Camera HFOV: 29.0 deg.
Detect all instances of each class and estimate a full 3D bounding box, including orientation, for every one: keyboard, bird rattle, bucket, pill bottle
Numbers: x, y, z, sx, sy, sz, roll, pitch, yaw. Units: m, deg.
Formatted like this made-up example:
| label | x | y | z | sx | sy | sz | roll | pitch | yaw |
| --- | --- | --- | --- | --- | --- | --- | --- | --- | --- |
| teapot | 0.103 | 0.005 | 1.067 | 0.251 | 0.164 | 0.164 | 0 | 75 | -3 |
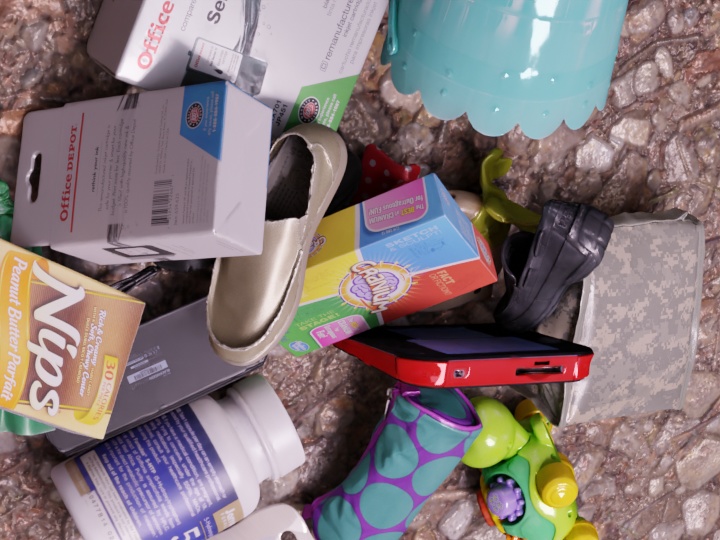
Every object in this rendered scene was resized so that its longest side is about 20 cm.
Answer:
| label | x | y | z | sx | sy | sz | roll | pitch | yaw |
| --- | --- | --- | --- | --- | --- | --- | --- | --- | --- |
| keyboard | -0.189 | 0.061 | 1.168 | 0.198 | 0.021 | 0.129 | -24 | 97 | -9 |
| bird rattle | 0.070 | -0.026 | 1.256 | 0.197 | 0.113 | 0.165 | -10 | 130 | -20 |
| bucket | 0.122 | -0.219 | 1.127 | 0.204 | 0.208 | 0.136 | -8 | 133 | -24 |
| pill bottle | -0.154 | 0.175 | 1.199 | 0.198 | 0.120 | 0.121 | -29 | 120 | -15 |

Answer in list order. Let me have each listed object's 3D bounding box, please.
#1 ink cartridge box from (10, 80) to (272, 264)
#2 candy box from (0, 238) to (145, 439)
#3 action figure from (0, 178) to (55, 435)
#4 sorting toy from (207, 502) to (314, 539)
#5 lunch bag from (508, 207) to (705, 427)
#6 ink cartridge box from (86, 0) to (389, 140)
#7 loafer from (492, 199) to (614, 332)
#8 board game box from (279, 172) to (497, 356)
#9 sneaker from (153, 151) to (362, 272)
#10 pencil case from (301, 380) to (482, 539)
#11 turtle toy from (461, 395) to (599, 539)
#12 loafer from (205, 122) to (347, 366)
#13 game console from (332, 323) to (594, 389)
| label | x | y | z | sx | sy | sz | roll | pitch | yaw |
| --- | --- | --- | --- | --- | --- | --- | --- | --- | --- |
| ink cartridge box | -0.169 | -0.070 | 1.065 | 0.066 | 0.198 | 0.118 | 22 | 69 | -57 |
| candy box | -0.267 | 0.045 | 1.056 | 0.199 | 0.055 | 0.117 | 28 | 74 | -43 |
| action figure | -0.294 | 0.027 | 1.104 | 0.117 | 0.054 | 0.203 | 2 | 98 | -37 |
| sorting toy | -0.095 | 0.297 | 1.265 | 0.180 | 0.107 | 0.200 | -41 | 123 | 8 |
| lunch bag | 0.242 | 0.035 | 1.353 | 0.162 | 0.117 | 0.203 | -5 | 115 | -28 |
| ink cartridge box | -0.097 | -0.195 | 1.108 | 0.198 | 0.083 | 0.148 | 17 | 101 | -31 |
| loafer | 0.154 | -0.006 | 1.213 | 0.070 | 0.201 | 0.069 | 28 | 62 | -2 |
| board game box | 0.000 | 0.000 | 1.169 | 0.198 | 0.041 | 0.153 | -21 | 153 | 15 |
| sneaker | -0.089 | -0.069 | 1.169 | 0.198 | 0.076 | 0.092 | -22 | 114 | -20 |
| pencil case | 0.029 | 0.183 | 1.284 | 0.092 | 0.085 | 0.201 | 28 | 118 | -7 |
| turtle toy | 0.157 | 0.201 | 1.373 | 0.100 | 0.146 | 0.202 | -22 | 119 | 6 |
| loafer | -0.075 | -0.026 | 1.080 | 0.203 | 0.075 | 0.068 | -70 | 159 | -3 |
| game console | 0.092 | 0.069 | 1.254 | 0.197 | 0.176 | 0.032 | 0 | 101 | -27 |
